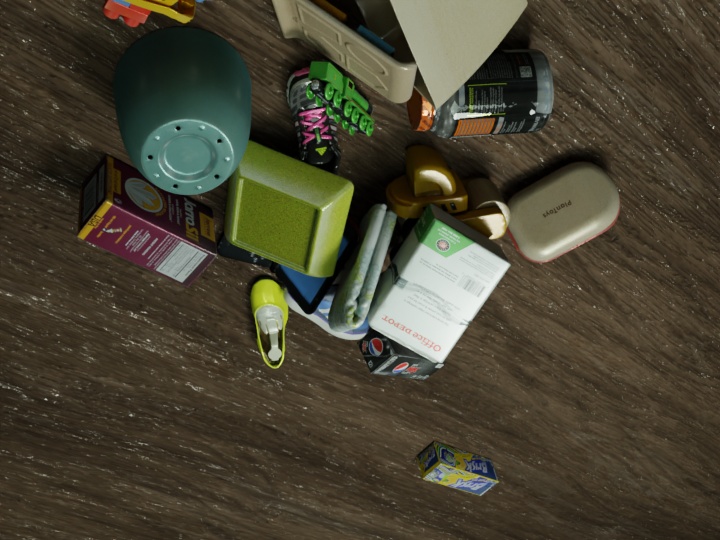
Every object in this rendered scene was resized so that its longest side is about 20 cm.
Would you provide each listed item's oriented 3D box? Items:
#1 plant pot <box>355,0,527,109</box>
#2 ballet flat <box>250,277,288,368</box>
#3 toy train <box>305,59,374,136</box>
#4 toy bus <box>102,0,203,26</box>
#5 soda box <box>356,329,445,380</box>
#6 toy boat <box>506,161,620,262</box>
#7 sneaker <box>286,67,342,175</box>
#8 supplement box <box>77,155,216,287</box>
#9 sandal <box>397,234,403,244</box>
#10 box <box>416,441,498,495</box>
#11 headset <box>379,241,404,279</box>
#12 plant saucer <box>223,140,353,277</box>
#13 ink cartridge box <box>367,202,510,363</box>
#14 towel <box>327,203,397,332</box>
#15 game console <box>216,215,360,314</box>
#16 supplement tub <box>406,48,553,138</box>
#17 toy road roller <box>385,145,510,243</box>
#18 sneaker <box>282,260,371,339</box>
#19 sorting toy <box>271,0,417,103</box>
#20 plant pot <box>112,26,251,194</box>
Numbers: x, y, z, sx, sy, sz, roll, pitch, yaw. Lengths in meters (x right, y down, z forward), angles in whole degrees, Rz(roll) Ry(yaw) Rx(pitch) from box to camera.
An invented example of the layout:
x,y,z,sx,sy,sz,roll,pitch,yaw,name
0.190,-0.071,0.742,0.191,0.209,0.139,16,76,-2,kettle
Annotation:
x,y,z,sx,sy,sz,roll,pitch,yaw,name
0.096,-0.371,1.126,0.176,0.201,0.201,-33,135,0,plant pot
-0.162,0.103,1.604,0.066,0.068,0.202,-7,135,-7,ballet flat
-0.025,-0.245,1.259,0.041,0.057,0.200,7,174,22,toy train
-0.234,-0.373,1.079,0.197,0.138,0.192,13,143,-29,toy bus
0.081,0.159,1.682,0.063,0.071,0.199,-38,152,22,soda box
0.351,-0.097,1.524,0.198,0.132,0.131,-28,168,9,toy boat
-0.064,-0.204,1.311,0.072,0.088,0.202,-10,135,-4,sneaker
-0.326,-0.073,1.354,0.199,0.111,0.086,28,122,-36,supplement box
0.162,-0.060,1.535,0.196,0.055,0.081,-9,135,3,sandal
0.232,0.470,2.077,0.198,0.065,0.070,23,125,-34,box
0.085,0.015,1.521,0.093,0.125,0.198,25,162,-36,headset
-0.124,-0.082,1.350,0.197,0.048,0.202,22,133,7,plant saucer
0.116,0.022,1.377,0.145,0.083,0.201,29,107,-14,ink cartridge box
0.000,0.000,1.423,0.047,0.203,0.171,18,170,-5,towel
-0.122,-0.047,1.430,0.170,0.120,0.201,14,129,-27,game console
0.173,-0.260,1.294,0.196,0.124,0.124,-4,135,-11,supplement tub
0.139,-0.126,1.424,0.196,0.124,0.148,-8,125,-6,toy road roller
-0.025,0.037,1.565,0.198,0.081,0.146,27,127,-28,sneaker
-0.016,-0.294,1.143,0.198,0.185,0.037,30,89,2,sorting toy
-0.241,-0.204,1.211,0.197,0.162,0.203,-7,135,-7,plant pot
